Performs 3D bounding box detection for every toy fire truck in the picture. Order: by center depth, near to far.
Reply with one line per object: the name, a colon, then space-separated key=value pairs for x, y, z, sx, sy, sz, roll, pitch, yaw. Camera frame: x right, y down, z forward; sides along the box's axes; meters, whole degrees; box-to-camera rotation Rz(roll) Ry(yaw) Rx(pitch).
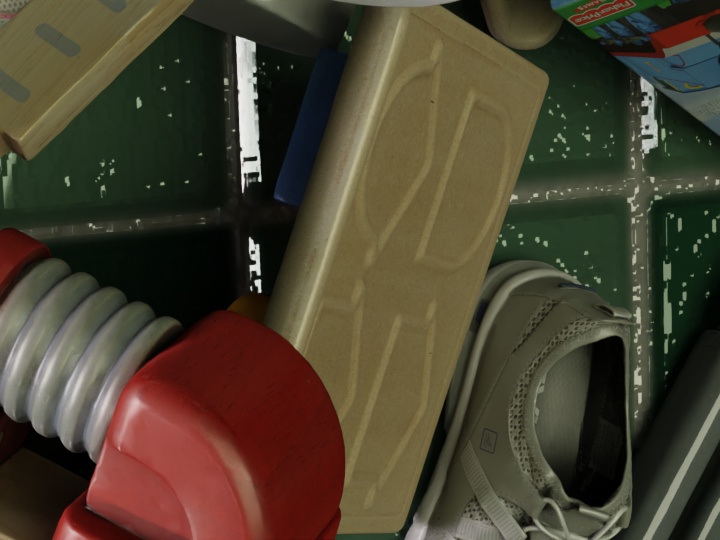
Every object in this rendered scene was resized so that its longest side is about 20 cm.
toy fire truck: x=-0.077 y=0.013 z=0.613 sx=0.175 sy=0.129 sz=0.201 roll=26 pitch=114 yaw=11

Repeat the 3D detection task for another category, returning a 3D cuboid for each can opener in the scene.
can opener: x=0.163 y=0.050 z=0.896 sx=0.053 sy=0.066 sz=0.201 roll=34 pitch=86 yaw=-27

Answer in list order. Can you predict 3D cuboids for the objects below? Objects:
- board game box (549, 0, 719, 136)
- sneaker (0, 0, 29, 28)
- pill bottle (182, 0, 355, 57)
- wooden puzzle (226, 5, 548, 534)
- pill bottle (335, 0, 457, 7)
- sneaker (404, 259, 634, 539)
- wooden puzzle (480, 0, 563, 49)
board game box: x=0.181 y=-0.099 z=0.798 sx=0.200 sy=0.151 sz=0.037 roll=24 pitch=53 yaw=-52
sneaker: x=-0.137 y=-0.169 z=0.698 sx=0.081 sy=0.088 sz=0.201 roll=-23 pitch=106 yaw=-23
pill bottle: x=-0.017 y=-0.184 z=0.742 sx=0.116 sy=0.116 sz=0.201 roll=22 pitch=86 yaw=-27
wooden puzzle: x=0.000 y=0.000 z=0.759 sx=0.186 sy=0.046 sz=0.200 roll=-71 pitch=162 yaw=1
pill bottle: x=0.011 y=-0.184 z=0.613 sx=0.112 sy=0.112 sz=0.201 roll=15 pitch=74 yaw=-27
sneaker: x=0.065 y=0.099 z=0.838 sx=0.074 sy=0.082 sz=0.202 roll=1 pitch=96 yaw=-27
wooden puzzle: x=0.081 y=-0.193 z=0.767 sx=0.186 sy=0.037 sz=0.200 roll=-66 pitch=160 yaw=-10
